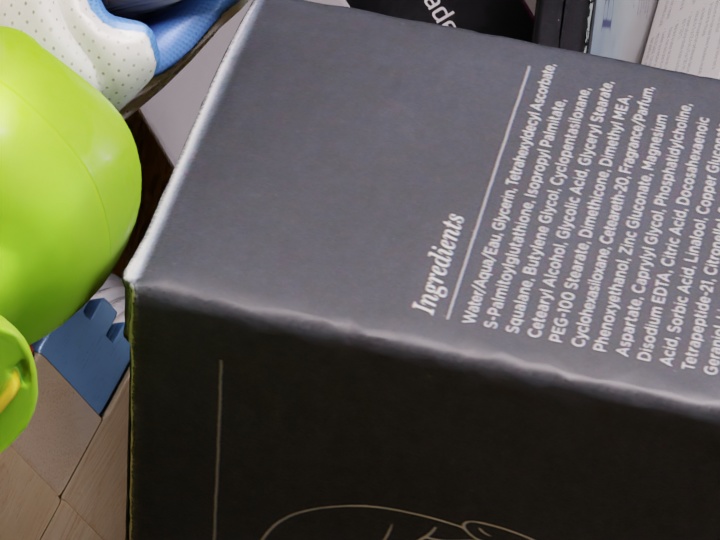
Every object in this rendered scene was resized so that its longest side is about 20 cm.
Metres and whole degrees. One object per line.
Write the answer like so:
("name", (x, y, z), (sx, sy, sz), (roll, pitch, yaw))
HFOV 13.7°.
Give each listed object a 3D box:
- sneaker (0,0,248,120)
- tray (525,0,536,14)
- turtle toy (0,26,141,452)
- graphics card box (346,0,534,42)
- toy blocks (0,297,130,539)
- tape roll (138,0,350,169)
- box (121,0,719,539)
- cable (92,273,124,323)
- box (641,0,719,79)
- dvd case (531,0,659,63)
("sneaker", (-0.068, -0.099, 0.699), (0.200, 0.146, 0.081), (-65, 154, -44))
("tray", (0.038, -0.108, 0.989), (0.200, 0.022, 0.107), (60, -2, -1))
("turtle toy", (-0.129, 0.018, 0.567), (0.200, 0.101, 0.146), (-23, 132, -18))
("graphics card box", (0.025, -0.066, 0.924), (0.200, 0.051, 0.125), (60, -2, 4))
("toy blocks", (-0.091, 0.062, 0.721), (0.200, 0.100, 0.137), (50, 49, -29))
("tape roll", (0.000, 0.000, 0.883), (0.200, 0.066, 0.200), (59, -1, 2))
("box", (0.056, 0.044, 0.658), (0.107, 0.200, 0.149), (-71, 170, -47))
("cable", (-0.073, 0.102, 0.869), (0.200, 0.069, 0.200), (-28, 122, -68))
("box", (0.110, -0.060, 0.894), (0.039, 0.041, 0.200), (47, 33, -20))
("dvd case", (0.079, -0.128, 0.875), (0.200, 0.018, 0.143), (-19, 117, -77))
